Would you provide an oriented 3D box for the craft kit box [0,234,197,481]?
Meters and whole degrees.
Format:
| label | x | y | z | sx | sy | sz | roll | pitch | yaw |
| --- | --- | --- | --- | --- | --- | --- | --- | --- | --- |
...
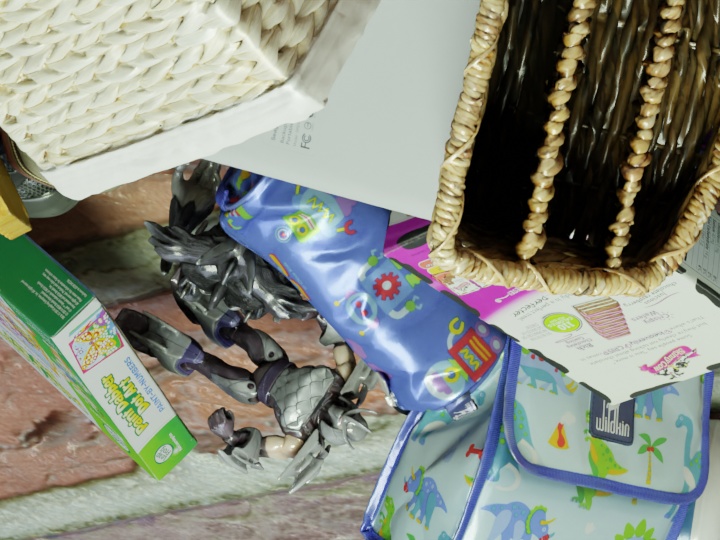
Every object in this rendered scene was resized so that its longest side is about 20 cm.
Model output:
| label | x | y | z | sx | sy | sz | roll | pitch | yaw |
| --- | --- | --- | --- | --- | --- | --- | --- | --- | --- |
| craft kit box | -0.215 | 0.030 | 1.671 | 0.200 | 0.049 | 0.198 | 38 | 169 | 34 |

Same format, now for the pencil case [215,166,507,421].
| label | x | y | z | sx | sy | sz | roll | pitch | yaw |
| --- | --- | --- | --- | --- | --- | --- | --- | --- | --- |
| pencil case | 0.000 | 0.000 | 1.456 | 0.200 | 0.087 | 0.078 | 46 | 178 | -16 |

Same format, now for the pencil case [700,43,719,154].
| label | x | y | z | sx | sy | sz | roll | pitch | yaw |
| --- | --- | --- | --- | --- | --- | --- | --- | --- | --- |
| pencil case | 0.256 | -0.051 | 1.369 | 0.200 | 0.085 | 0.092 | 38 | 173 | -38 |

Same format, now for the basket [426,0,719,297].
| label | x | y | z | sx | sy | sz | roll | pitch | yaw |
| --- | --- | --- | --- | --- | --- | --- | --- | --- | --- |
| basket | 0.121 | -0.089 | 1.201 | 0.142 | 0.201 | 0.149 | 14 | -169 | 3 |

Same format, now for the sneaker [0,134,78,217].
| label | x | y | z | sx | sy | sz | roll | pitch | yaw |
| --- | --- | --- | --- | --- | --- | --- | --- | --- | --- |
| sneaker | -0.281 | -0.082 | 1.575 | 0.198 | 0.077 | 0.114 | -1 | 146 | 21 |

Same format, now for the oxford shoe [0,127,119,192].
| label | x | y | z | sx | sy | sz | roll | pitch | yaw |
| --- | --- | --- | --- | --- | --- | --- | --- | --- | --- |
| oxford shoe | -0.172 | -0.087 | 1.482 | 0.073 | 0.071 | 0.200 | 23 | 170 | 23 |

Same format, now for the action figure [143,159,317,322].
| label | x | y | z | sx | sy | sz | roll | pitch | yaw |
| --- | --- | --- | --- | --- | --- | --- | --- | --- | --- |
| action figure | -0.072 | -0.020 | 1.544 | 0.118 | 0.103 | 0.200 | 22 | 174 | -2 |

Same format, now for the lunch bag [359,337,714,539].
| label | x | y | z | sx | sy | sz | roll | pitch | yaw |
| --- | --- | --- | --- | --- | --- | --- | --- | --- | --- |
| lunch bag | 0.123 | 0.116 | 1.565 | 0.169 | 0.201 | 0.127 | 15 | -167 | -33 |

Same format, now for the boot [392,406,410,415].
| label | x | y | z | sx | sy | sz | roll | pitch | yaw |
| --- | --- | --- | --- | --- | --- | --- | --- | --- | --- |
| boot | 0.098 | 0.034 | 1.630 | 0.199 | 0.097 | 0.075 | -5 | 127 | -18 |

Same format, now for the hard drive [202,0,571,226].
| label | x | y | z | sx | sy | sz | roll | pitch | yaw |
| --- | --- | --- | --- | --- | --- | --- | --- | --- | --- |
| hard drive | 0.018 | -0.101 | 1.325 | 0.199 | 0.133 | 0.025 | 16 | -168 | 19 |

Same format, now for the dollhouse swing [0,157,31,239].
| label | x | y | z | sx | sy | sz | roll | pitch | yaw |
| --- | --- | --- | --- | --- | --- | --- | --- | --- | --- |
| dollhouse swing | -0.307 | -0.070 | 1.397 | 0.175 | 0.183 | 0.200 | -27 | 178 | -4 |

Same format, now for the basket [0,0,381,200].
| label | x | y | z | sx | sy | sz | roll | pitch | yaw |
| --- | --- | --- | --- | --- | --- | --- | --- | --- | --- |
| basket | -0.097 | -0.170 | 1.193 | 0.199 | 0.199 | 0.161 | -18 | 128 | 45 |

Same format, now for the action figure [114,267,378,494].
| label | x | y | z | sx | sy | sz | roll | pitch | yaw |
| --- | --- | --- | --- | --- | --- | --- | --- | --- | --- |
| action figure | -0.067 | 0.069 | 1.657 | 0.199 | 0.130 | 0.070 | 28 | 156 | 34 |

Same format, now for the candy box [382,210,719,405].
| label | x | y | z | sx | sy | sz | roll | pitch | yaw |
| --- | --- | --- | --- | --- | --- | --- | --- | --- | --- |
| candy box | 0.131 | -0.006 | 1.424 | 0.200 | 0.061 | 0.136 | 34 | 142 | -31 |

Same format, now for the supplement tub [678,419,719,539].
| label | x | y | z | sx | sy | sz | roll | pitch | yaw |
| --- | --- | --- | --- | --- | --- | --- | --- | --- | --- |
| supplement tub | 0.158 | 0.163 | 1.735 | 0.199 | 0.145 | 0.145 | 8 | 151 | 11 |
